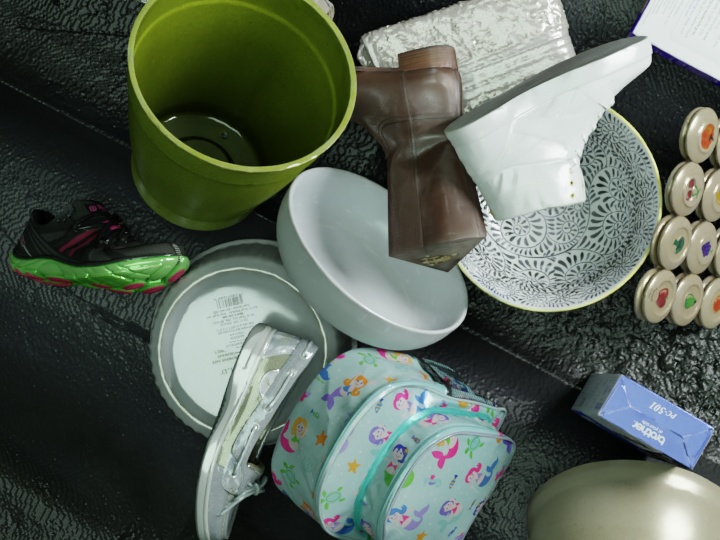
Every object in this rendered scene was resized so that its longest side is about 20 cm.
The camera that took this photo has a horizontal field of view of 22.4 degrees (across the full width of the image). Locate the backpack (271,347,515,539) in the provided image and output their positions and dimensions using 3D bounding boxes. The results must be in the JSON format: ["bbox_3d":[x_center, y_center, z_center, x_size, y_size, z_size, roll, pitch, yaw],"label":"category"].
[{"bbox_3d":[0.026,0.166,1.639,0.200,0.151,0.178,24,100,-43],"label":"backpack"}]

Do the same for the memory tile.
[{"bbox_3d":[0.317,-0.045,1.662,0.017,0.153,0.200,19,97,40],"label":"memory tile"}]

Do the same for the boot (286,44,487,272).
[{"bbox_3d":[0.021,-0.089,1.656,0.186,0.064,0.200,-14,78,32],"label":"boot"}]

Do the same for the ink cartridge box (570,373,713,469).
[{"bbox_3d":[0.250,0.134,1.639,0.094,0.200,0.044,30,88,2],"label":"ink cartridge box"}]

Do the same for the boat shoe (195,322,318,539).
[{"bbox_3d":[-0.097,0.150,1.625,0.065,0.074,0.202,18,88,7],"label":"boat shoe"}]

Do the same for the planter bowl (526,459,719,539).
[{"bbox_3d":[0.244,0.283,1.634,0.200,0.200,0.135,6,49,5],"label":"planter bowl"}]

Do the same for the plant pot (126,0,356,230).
[{"bbox_3d":[-0.127,-0.134,1.635,0.200,0.193,0.200,7,64,-15],"label":"plant pot"}]

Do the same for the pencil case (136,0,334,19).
[{"bbox_3d":[-0.118,-0.249,1.700,0.200,0.078,0.089,26,75,2],"label":"pencil case"}]

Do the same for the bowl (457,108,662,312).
[{"bbox_3d":[0.176,-0.060,1.681,0.201,0.094,0.201,0,87,8],"label":"bowl"}]

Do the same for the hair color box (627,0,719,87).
[{"bbox_3d":[0.360,-0.217,1.680,0.200,0.065,0.109,29,94,3],"label":"hair color box"}]

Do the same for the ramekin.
[{"bbox_3d":[-0.105,0.072,1.708,0.200,0.105,0.200,0,94,4],"label":"ramekin"}]

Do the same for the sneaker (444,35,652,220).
[{"bbox_3d":[0.184,-0.120,1.607,0.200,0.074,0.116,-28,102,-6],"label":"sneaker"}]

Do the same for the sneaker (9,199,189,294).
[{"bbox_3d":[-0.247,-0.025,1.698,0.200,0.077,0.084,6,81,31],"label":"sneaker"}]

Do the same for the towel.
[{"bbox_3d":[0.106,-0.189,1.713,0.200,0.034,0.133,-19,93,4],"label":"towel"}]

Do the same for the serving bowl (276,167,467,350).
[{"bbox_3d":[0.000,0.000,1.664,0.200,0.200,0.066,43,119,0],"label":"serving bowl"}]
